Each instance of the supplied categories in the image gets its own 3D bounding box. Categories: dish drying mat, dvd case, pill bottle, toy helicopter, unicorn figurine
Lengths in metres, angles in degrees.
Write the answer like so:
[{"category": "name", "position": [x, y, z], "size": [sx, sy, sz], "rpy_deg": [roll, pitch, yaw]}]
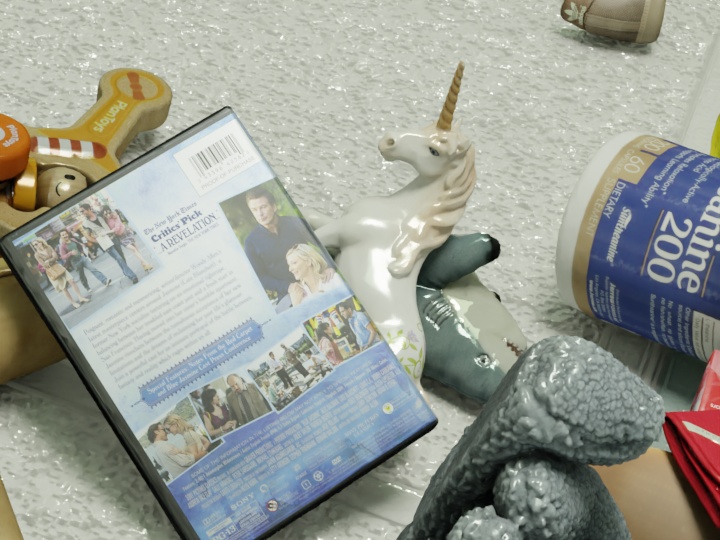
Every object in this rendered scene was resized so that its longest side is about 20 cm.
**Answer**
[{"category": "dish drying mat", "position": [0.251, 0.094, 1.027], "size": [0.198, 0.018, 0.077], "rpy_deg": [-2, 38, -23]}, {"category": "dvd case", "position": [-0.072, 0.032, 1.027], "size": [0.142, 0.018, 0.201], "rpy_deg": [-31, 81, -16]}, {"category": "pill bottle", "position": [0.219, 0.001, 1.145], "size": [0.199, 0.112, 0.111], "rpy_deg": [22, 38, 29]}, {"category": "toy helicopter", "position": [-0.152, -0.064, 1.184], "size": [0.131, 0.079, 0.200], "rpy_deg": [19, 35, 8]}, {"category": "unicorn figurine", "position": [0.000, 0.000, 1.089], "size": [0.136, 0.202, 0.074], "rpy_deg": [-6, -3, 6]}]

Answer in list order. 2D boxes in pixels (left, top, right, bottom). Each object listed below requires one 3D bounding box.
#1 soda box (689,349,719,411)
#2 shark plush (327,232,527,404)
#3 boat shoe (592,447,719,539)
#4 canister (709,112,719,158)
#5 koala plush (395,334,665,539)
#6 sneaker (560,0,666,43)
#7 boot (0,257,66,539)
[{"category": "soda box", "position": [0.269, 0.115, 1.082], "size": [0.198, 0.064, 0.070], "rpy_deg": [19, 39, 8]}, {"category": "shark plush", "position": [-0.001, 0.016, 1.134], "size": [0.198, 0.091, 0.084], "rpy_deg": [16, 68, -2]}, {"category": "boat shoe", "position": [0.194, 0.158, 1.010], "size": [0.199, 0.070, 0.071], "rpy_deg": [32, 77, 18]}, {"category": "canister", "position": [0.337, -0.057, 1.262], "size": [0.198, 0.087, 0.148], "rpy_deg": [3, 5, -13]}, {"category": "koala plush", "position": [0.111, 0.165, 0.918], "size": [0.199, 0.184, 0.178], "rpy_deg": [31, 62, -1]}, {"category": "sneaker", "position": [0.179, -0.241, 1.491], "size": [0.075, 0.071, 0.201], "rpy_deg": [7, 38, -5]}, {"category": "boot", "position": [-0.189, 0.089, 0.999], "size": [0.174, 0.067, 0.201], "rpy_deg": [-13, 45, -15]}]
